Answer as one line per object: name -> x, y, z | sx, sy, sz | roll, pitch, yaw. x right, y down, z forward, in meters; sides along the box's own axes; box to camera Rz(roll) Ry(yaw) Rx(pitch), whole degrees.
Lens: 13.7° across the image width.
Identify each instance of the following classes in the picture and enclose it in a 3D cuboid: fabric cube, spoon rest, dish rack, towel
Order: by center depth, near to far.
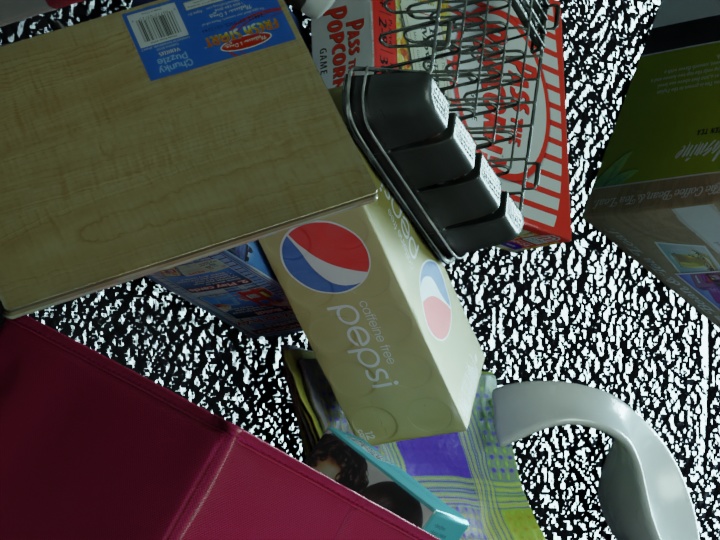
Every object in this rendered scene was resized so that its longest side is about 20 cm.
fabric cube -> -0.105, 0.166, 1.486 | 0.200, 0.196, 0.200 | 32, 85, -43
dish rack -> 0.055, -0.123, 1.640 | 0.153, 0.054, 0.200 | 55, 37, -48
towel -> 0.035, 0.115, 1.724 | 0.200, 0.023, 0.144 | 11, 56, -48
spoon rest -> 0.159, 0.120, 1.830 | 0.200, 0.061, 0.099 | 36, 38, -44

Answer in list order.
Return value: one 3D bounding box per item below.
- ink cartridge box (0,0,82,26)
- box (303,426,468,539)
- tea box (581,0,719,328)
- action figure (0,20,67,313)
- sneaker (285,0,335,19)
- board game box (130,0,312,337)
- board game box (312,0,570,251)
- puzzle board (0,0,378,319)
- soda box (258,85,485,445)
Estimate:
ink cartridge box -> -0.150, -0.184, 1.466 | 0.145, 0.200, 0.084 | -38, 108, -36
box -> -0.036, 0.190, 1.605 | 0.200, 0.082, 0.049 | -55, 153, 4
tea box -> 0.277, -0.069, 1.922 | 0.200, 0.134, 0.197 | 36, 65, -33
action figure -> -0.178, -0.050, 1.578 | 0.130, 0.069, 0.200 | 56, 40, -13
sneaker -> -0.061, -0.212, 1.648 | 0.082, 0.077, 0.200 | 13, 34, -31
board game box -> -0.072, -0.058, 1.647 | 0.200, 0.062, 0.200 | 51, 37, -50
board game box -> 0.048, -0.104, 1.740 | 0.200, 0.046, 0.152 | 15, 68, -52
puzzle board -> -0.111, -0.066, 1.523 | 0.200, 0.017, 0.151 | -18, 62, -15
soda box -> 0.000, 0.000, 1.628 | 0.064, 0.068, 0.200 | -72, 145, -50
